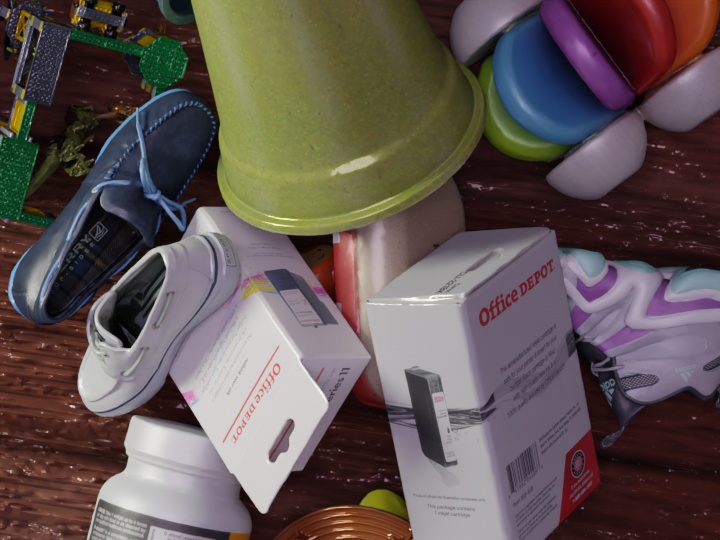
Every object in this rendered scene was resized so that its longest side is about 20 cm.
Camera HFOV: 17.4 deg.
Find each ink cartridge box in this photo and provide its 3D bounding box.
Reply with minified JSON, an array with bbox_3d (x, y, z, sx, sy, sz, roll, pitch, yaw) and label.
[{"bbox_3d":[0.088,0.086,1.643,0.083,0.144,0.201,0,111,32],"label":"ink cartridge box"},{"bbox_3d":[-0.068,0.062,1.656,0.200,0.067,0.117,55,128,34],"label":"ink cartridge box"}]

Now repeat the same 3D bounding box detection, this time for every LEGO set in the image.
[{"bbox_3d":[-0.220,-0.112,1.729,0.153,0.116,0.201,4,104,-26],"label":"LEGO set"}]

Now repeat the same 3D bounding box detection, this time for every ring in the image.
[{"bbox_3d":[-0.001,0.269,1.697,0.200,0.019,0.201,3,98,26],"label":"ring"}]

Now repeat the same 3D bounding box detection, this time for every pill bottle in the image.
[{"bbox_3d":[-0.143,0.213,1.697,0.116,0.116,0.201,14,89,2],"label":"pill bottle"}]

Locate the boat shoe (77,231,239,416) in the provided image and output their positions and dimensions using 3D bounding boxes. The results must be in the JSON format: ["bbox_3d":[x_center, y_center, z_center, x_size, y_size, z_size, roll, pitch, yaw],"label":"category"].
[{"bbox_3d":[-0.163,0.035,1.664,0.200,0.067,0.074,-51,53,38],"label":"boat shoe"}]

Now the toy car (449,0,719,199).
[{"bbox_3d":[0.169,-0.159,1.679,0.200,0.150,0.175,-36,88,1],"label":"toy car"}]

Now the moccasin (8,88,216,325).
[{"bbox_3d":[-0.165,-0.037,1.671,0.080,0.068,0.200,36,88,-30],"label":"moccasin"}]

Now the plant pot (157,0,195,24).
[{"bbox_3d":[-0.153,-0.314,1.683,0.196,0.200,0.200,37,90,10],"label":"plant pot"}]

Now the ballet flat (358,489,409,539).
[{"bbox_3d":[0.049,0.256,1.710,0.067,0.067,0.201,-12,90,-33],"label":"ballet flat"}]

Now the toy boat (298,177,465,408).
[{"bbox_3d":[0.000,0.000,1.710,0.130,0.130,0.201,-3,88,31],"label":"toy boat"}]

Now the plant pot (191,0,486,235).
[{"bbox_3d":[-0.032,-0.159,1.611,0.200,0.201,0.185,-20,127,1],"label":"plant pot"}]

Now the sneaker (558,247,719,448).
[{"bbox_3d":[0.174,0.058,1.709,0.199,0.078,0.140,8,88,3],"label":"sneaker"}]
